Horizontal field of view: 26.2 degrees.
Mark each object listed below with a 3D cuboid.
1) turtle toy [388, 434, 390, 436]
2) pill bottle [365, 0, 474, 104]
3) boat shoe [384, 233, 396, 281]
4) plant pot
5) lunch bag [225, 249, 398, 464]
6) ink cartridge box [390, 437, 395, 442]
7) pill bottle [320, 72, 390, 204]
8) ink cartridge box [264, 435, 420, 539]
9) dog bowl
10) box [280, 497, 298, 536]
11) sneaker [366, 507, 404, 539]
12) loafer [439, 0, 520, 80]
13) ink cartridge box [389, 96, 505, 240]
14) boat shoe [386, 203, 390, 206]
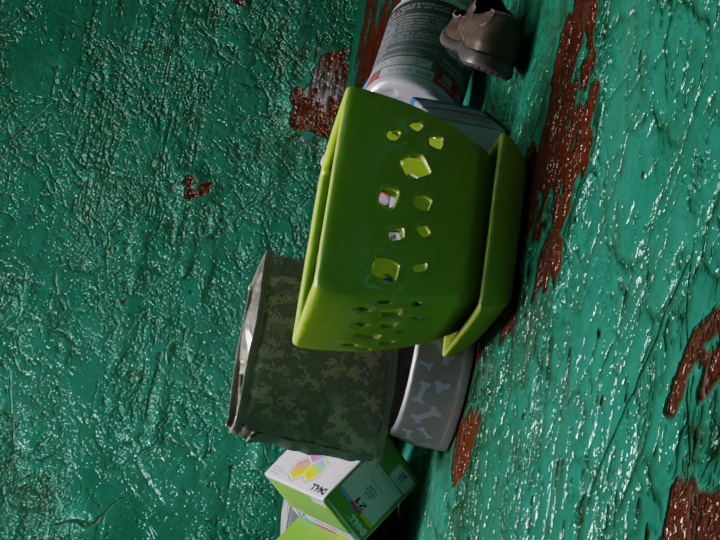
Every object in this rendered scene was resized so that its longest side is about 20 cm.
[{"bbox_3d":[0.010,0.118,1.791,0.146,0.101,0.201,-90,25,-61],"label":"turtle toy"},{"bbox_3d":[0.079,-0.252,1.819,0.114,0.113,0.201,109,179,-55],"label":"pill bottle"},{"bbox_3d":[0.000,0.000,1.761,0.074,0.199,0.067,96,152,-61],"label":"boat shoe"},{"bbox_3d":[0.047,-0.030,1.432,0.200,0.181,0.200,118,162,-70],"label":"plant pot"},{"bbox_3d":[-0.048,0.103,1.623,0.118,0.163,0.201,121,160,-58],"label":"lunch bag"},{"bbox_3d":[0.000,0.197,1.956,0.176,0.083,0.201,106,172,-50],"label":"ink cartridge box"},{"bbox_3d":[0.041,-0.195,2.003,0.201,0.108,0.109,-59,9,9],"label":"pill bottle"},{"bbox_3d":[-0.054,0.260,1.687,0.200,0.076,0.148,-44,24,-19],"label":"ink cartridge box"},{"bbox_3d":[0.071,0.087,1.590,0.200,0.058,0.201,-170,90,-84],"label":"dog bowl"},{"bbox_3d":[-0.072,0.251,1.984,0.144,0.036,0.201,-96,17,-71],"label":"box"},{"bbox_3d":[0.021,0.285,1.733,0.083,0.071,0.200,-55,20,37],"label":"sneaker"},{"bbox_3d":[0.135,-0.246,1.590,0.200,0.073,0.071,-113,44,-71],"label":"loafer"},{"bbox_3d":[0.087,-0.099,1.643,0.200,0.083,0.146,-106,28,-78],"label":"ink cartridge box"},{"bbox_3d":[0.008,-0.038,1.844,0.200,0.067,0.072,-51,9,40],"label":"boat shoe"}]
